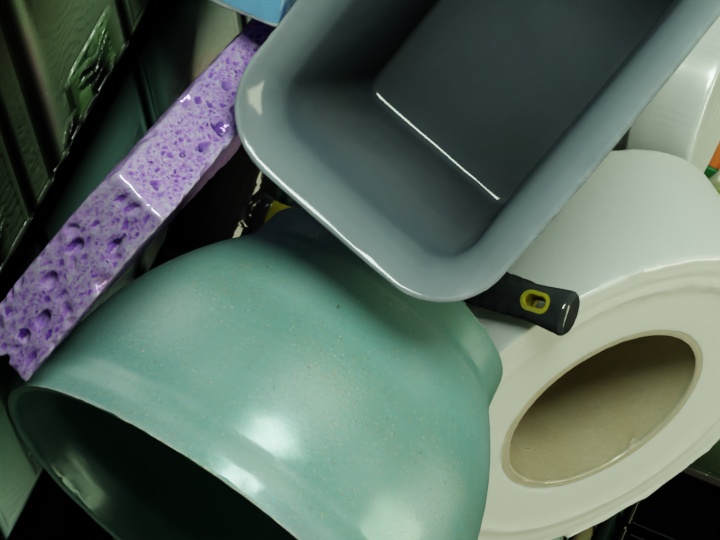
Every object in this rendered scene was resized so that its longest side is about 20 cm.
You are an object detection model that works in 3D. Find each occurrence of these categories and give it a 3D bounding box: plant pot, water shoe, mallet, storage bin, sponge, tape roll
[{"bbox_3d":[-0.025,0.061,1.227,0.134,0.200,0.200,-53,162,-19],"label":"plant pot"},{"bbox_3d":[0.056,-0.142,1.269,0.079,0.071,0.201,-29,142,-75],"label":"water shoe"},{"bbox_3d":[0.000,0.000,1.297,0.066,0.199,0.041,-62,151,-2],"label":"mallet"},{"bbox_3d":[0.055,-0.104,1.164,0.200,0.145,0.134,-51,175,13],"label":"storage bin"},{"bbox_3d":[-0.073,-0.045,1.199,0.112,0.030,0.200,-48,-178,38],"label":"sponge"},{"bbox_3d":[0.094,0.040,1.371,0.202,0.071,0.203,-23,146,-16],"label":"tape roll"}]

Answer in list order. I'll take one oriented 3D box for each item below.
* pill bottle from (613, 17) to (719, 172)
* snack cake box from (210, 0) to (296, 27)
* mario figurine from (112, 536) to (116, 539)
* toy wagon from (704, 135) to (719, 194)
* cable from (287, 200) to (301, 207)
[{"bbox_3d":[0.078,-0.113,1.413,0.110,0.199,0.110,22,90,-77],"label":"pill bottle"},{"bbox_3d":[-0.014,-0.187,1.219,0.200,0.067,0.115,-44,154,-61],"label":"snack cake box"},{"bbox_3d":[-0.042,0.102,1.458,0.106,0.123,0.200,-57,155,11],"label":"mario figurine"},{"bbox_3d":[0.184,-0.079,1.491,0.155,0.039,0.201,139,-31,-62],"label":"toy wagon"},{"bbox_3d":[0.040,0.016,1.402,0.163,0.051,0.200,-48,135,4],"label":"cable"}]
